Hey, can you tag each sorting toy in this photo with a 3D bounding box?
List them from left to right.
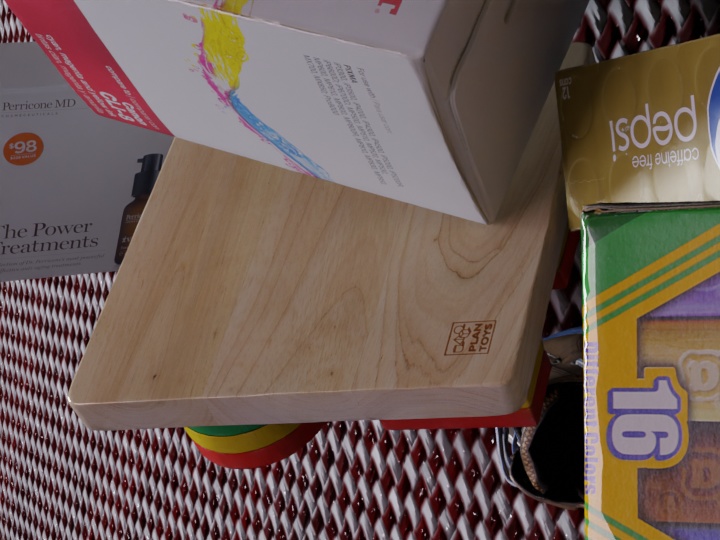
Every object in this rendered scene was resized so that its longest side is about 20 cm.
[{"bbox_3d":[0.000,0.000,0.878,0.070,0.198,0.200,64,-148,-41],"label":"sorting toy"}]

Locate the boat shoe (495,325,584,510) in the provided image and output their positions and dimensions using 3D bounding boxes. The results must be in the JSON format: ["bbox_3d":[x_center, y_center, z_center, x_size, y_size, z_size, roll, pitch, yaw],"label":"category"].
[{"bbox_3d":[0.098,0.065,0.864,0.200,0.072,0.073,-171,77,-66],"label":"boat shoe"}]

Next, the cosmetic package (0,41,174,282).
[{"bbox_3d":[-0.146,-0.070,1.236,0.052,0.199,0.151,-121,34,-43],"label":"cosmetic package"}]

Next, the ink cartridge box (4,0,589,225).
[{"bbox_3d":[-0.020,-0.131,0.812,0.146,0.199,0.145,-65,-24,-17],"label":"ink cartridge box"}]

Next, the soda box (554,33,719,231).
[{"bbox_3d":[0.148,-0.053,0.736,0.200,0.064,0.068,177,88,-67],"label":"soda box"}]

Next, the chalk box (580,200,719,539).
[{"bbox_3d":[0.176,0.042,0.563,0.199,0.124,0.124,0,87,30],"label":"chalk box"}]
